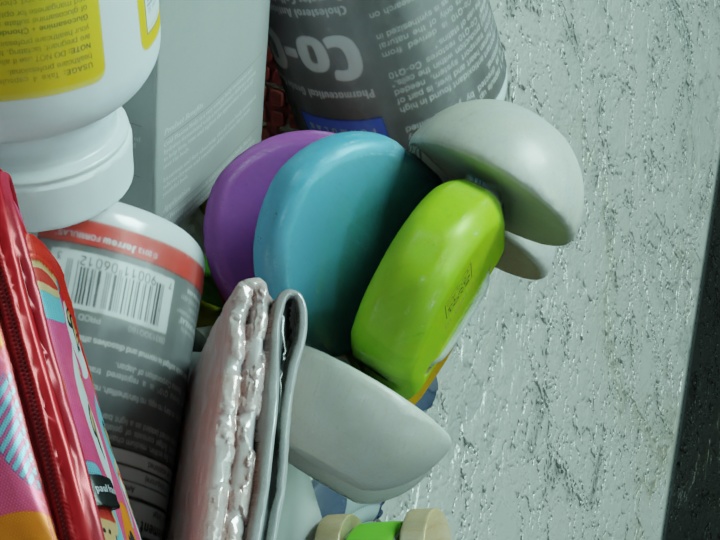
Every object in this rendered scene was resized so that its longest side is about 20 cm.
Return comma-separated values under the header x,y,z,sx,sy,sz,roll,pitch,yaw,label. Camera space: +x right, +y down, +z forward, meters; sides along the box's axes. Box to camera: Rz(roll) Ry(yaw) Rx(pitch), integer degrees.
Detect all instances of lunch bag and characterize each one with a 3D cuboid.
x,y,z,sx,sy,sz,roll,pitch,yaw,label
-0.120,0.060,0.555,0.200,0.081,0.177,98,-26,-67,lunch bag

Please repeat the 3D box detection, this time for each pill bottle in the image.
x,y,z,sx,sy,sz,roll,pitch,yaw,label
-0.131,-0.119,0.638,0.112,0.111,0.201,-53,150,-50,pill bottle
0.010,-0.121,0.867,0.114,0.113,0.201,-64,145,-42,pill bottle
-0.134,0.076,0.717,0.116,0.115,0.201,35,60,-59,pill bottle

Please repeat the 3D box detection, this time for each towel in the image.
x,y,z,sx,sy,sz,roll,pitch,yaw,label
-0.062,0.125,0.686,0.191,0.032,0.201,122,-23,-64,towel

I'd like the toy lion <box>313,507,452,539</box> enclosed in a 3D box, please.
x,y,z,sx,sy,sz,roll,pitch,yaw,label
0.015,0.248,0.860,0.192,0.068,0.201,-67,146,-53,toy lion

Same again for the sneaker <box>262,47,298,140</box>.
x,y,z,sx,sy,sz,roll,pitch,yaw,label
-0.012,-0.137,1.006,0.082,0.077,0.202,-6,95,-64,sneaker

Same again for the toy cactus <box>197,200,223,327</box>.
x,y,z,sx,sy,sz,roll,pitch,yaw,label
-0.018,0.037,0.930,0.200,0.102,0.165,36,22,-49,toy cactus

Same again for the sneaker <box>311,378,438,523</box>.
x,y,z,sx,sy,sz,roll,pitch,yaw,label
-0.008,0.119,1.014,0.200,0.070,0.083,-33,108,-53,sneaker

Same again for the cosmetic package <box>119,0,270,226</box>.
x,y,z,sx,sy,sz,roll,pitch,yaw,label
-0.095,-0.124,0.759,0.107,0.090,0.201,-47,149,-49,cosmetic package

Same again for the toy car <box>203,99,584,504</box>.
x,y,z,sx,sy,sz,roll,pitch,yaw,label
0.000,0.000,0.786,0.176,0.149,0.200,-58,176,-10,toy car

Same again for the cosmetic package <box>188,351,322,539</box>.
x,y,z,sx,sy,sz,roll,pitch,yaw,label
-0.064,0.138,0.895,0.051,0.082,0.201,-54,136,-51,cosmetic package
